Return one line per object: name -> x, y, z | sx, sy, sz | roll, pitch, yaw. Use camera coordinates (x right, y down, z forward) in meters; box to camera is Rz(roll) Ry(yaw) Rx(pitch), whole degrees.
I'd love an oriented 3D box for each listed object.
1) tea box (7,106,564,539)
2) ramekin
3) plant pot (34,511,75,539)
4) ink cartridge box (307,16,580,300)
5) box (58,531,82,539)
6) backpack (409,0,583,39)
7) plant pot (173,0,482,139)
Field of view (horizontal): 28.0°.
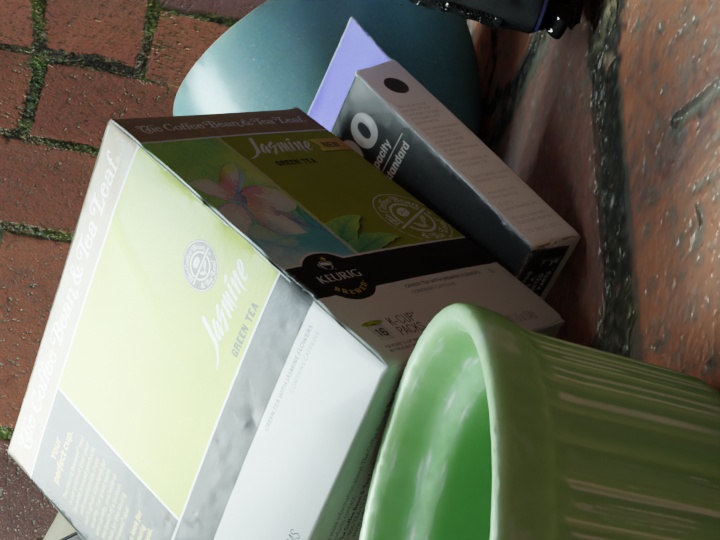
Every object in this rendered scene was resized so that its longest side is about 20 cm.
tea box -> -0.044, 0.056, 0.693 | 0.197, 0.133, 0.201 | 40, 121, 29
ramekin -> 0.062, 0.118, 0.496 | 0.200, 0.097, 0.202 | -170, 90, -80
plant pot -> -0.130, 0.163, 1.130 | 0.200, 0.199, 0.185 | 159, 132, -79
ink cartridge box -> 0.000, 0.000, 0.771 | 0.200, 0.043, 0.199 | 49, 127, 33
box -> -0.123, 0.273, 0.946 | 0.199, 0.050, 0.159 | 19, 121, 43
backpack -> 0.063, -0.237, 0.771 | 0.200, 0.133, 0.184 | -95, 18, -67
plant pot -> -0.001, -0.085, 0.915 | 0.135, 0.199, 0.200 | 60, 158, 14
